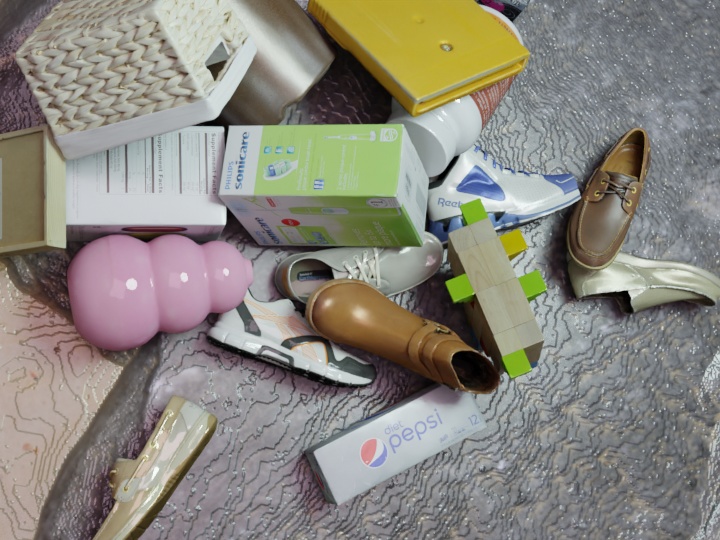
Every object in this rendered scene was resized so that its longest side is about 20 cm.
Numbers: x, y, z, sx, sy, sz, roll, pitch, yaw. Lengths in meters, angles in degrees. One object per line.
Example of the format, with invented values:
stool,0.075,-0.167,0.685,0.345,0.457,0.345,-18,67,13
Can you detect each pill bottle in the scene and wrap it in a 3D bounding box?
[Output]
pill bottle,0.104,-0.206,1.458,0.112,0.112,0.201,36,56,-5

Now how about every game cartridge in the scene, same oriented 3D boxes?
game cartridge,0.061,-0.265,1.395,0.175,0.033,0.200,-25,59,-32

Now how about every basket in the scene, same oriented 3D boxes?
basket,-0.226,-0.214,1.261,0.124,0.198,0.136,60,32,-31

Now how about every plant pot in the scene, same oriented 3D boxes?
plant pot,-0.143,-0.257,1.407,0.198,0.200,0.201,43,76,-10

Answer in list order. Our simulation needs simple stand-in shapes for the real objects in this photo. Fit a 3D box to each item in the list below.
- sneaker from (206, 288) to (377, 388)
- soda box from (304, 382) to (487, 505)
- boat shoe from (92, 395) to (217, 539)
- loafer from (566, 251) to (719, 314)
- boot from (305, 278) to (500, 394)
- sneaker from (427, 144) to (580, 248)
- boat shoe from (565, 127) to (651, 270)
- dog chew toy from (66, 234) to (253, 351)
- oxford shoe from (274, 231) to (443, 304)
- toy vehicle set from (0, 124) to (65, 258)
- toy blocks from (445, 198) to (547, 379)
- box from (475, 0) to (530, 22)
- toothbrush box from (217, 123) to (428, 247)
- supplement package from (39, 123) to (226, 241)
sneaker,-0.069,0.076,1.429,0.198,0.074,0.081,22,76,-9
soda box,0.040,0.191,1.440,0.198,0.063,0.069,-26,90,-14
boat shoe,-0.238,0.226,1.377,0.069,0.074,0.201,35,75,7
loafer,0.341,0.021,1.529,0.197,0.076,0.069,11,81,-1
boot,0.047,0.079,1.377,0.199,0.155,0.077,30,88,-38
sneaker,0.158,-0.104,1.500,0.197,0.081,0.117,-16,88,-12
boat shoe,0.297,-0.090,1.504,0.071,0.068,0.201,22,58,10
dog chew toy,-0.215,0.017,1.375,0.197,0.125,0.127,-8,84,-10
oxford shoe,0.000,0.000,1.444,0.197,0.058,0.076,-9,97,-3
toy vehicle set,-0.390,-0.076,1.337,0.198,0.026,0.126,-6,81,33
toy blocks,0.149,0.040,1.421,0.099,0.137,0.202,-21,69,-5
box,0.130,-0.401,1.519,0.199,0.115,0.133,32,76,-4
toothbrush box,-0.036,-0.090,1.380,0.197,0.146,0.087,3,70,15
supplement package,-0.250,-0.094,1.392,0.197,0.114,0.111,0,82,-11
